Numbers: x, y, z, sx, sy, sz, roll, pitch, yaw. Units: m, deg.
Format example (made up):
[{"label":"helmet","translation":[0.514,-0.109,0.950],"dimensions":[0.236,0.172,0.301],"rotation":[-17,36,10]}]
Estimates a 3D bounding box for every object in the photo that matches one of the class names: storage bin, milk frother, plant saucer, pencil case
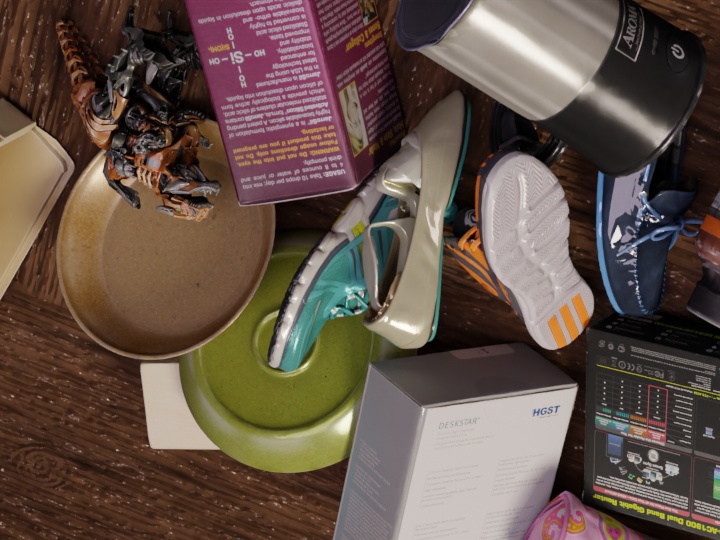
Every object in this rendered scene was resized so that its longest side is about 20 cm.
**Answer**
[{"label":"storage bin","translation":[-0.343,-0.020,1.703],"dimensions":[0.094,0.200,0.199],"rotation":[36,116,5]},{"label":"milk frother","translation":[0.105,-0.151,1.495],"dimensions":[0.188,0.181,0.200],"rotation":[30,124,-24]},{"label":"plant saucer","translation":[-0.149,-0.024,1.690],"dimensions":[0.200,0.035,0.200],"rotation":[-7,74,24]},{"label":"plant saucer","translation":[-0.055,0.059,1.671],"dimensions":[0.200,0.031,0.200],"rotation":[-5,72,15]},{"label":"pencil case","translation":[0.220,0.251,1.653],"dimensions":[0.200,0.087,0.087],"rotation":[30,116,-13]}]

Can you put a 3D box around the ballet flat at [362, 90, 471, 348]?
[{"label":"ballet flat","translation":[0.037,-0.043,1.580],"dimensions":[0.069,0.069,0.200],"rotation":[6,81,16]}]

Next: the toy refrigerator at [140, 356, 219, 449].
[{"label":"toy refrigerator","translation":[-0.073,0.101,1.733],"dimensions":[0.200,0.070,0.076],"rotation":[-2,105,16]}]

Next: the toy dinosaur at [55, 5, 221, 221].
[{"label":"toy dinosaur","translation":[-0.177,-0.129,1.662],"dimensions":[0.200,0.102,0.136],"rotation":[37,114,4]}]

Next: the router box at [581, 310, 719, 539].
[{"label":"router box","translation":[0.268,0.123,1.601],"dimensions":[0.200,0.062,0.150],"rotation":[14,114,33]}]

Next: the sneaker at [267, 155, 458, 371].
[{"label":"sneaker","translation":[0.000,0.000,1.620],"dimensions":[0.080,0.078,0.200],"rotation":[38,74,2]}]

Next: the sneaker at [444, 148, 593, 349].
[{"label":"sneaker","translation":[0.102,-0.029,1.582],"dimensions":[0.112,0.078,0.200],"rotation":[39,159,40]}]

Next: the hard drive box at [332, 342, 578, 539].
[{"label":"hard drive box","translation":[0.071,0.168,1.657],"dimensions":[0.077,0.156,0.200],"rotation":[38,124,46]}]

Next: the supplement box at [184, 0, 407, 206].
[{"label":"supplement box","translation":[-0.049,-0.166,1.595],"dimensions":[0.103,0.131,0.200],"rotation":[-8,106,22]}]

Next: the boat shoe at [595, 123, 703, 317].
[{"label":"boat shoe","translation":[0.216,-0.058,1.572],"dimensions":[0.069,0.084,0.200],"rotation":[6,114,28]}]

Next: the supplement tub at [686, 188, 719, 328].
[{"label":"supplement tub","translation":[0.309,-0.045,1.506],"dimensions":[0.107,0.107,0.200],"rotation":[27,96,7]}]
